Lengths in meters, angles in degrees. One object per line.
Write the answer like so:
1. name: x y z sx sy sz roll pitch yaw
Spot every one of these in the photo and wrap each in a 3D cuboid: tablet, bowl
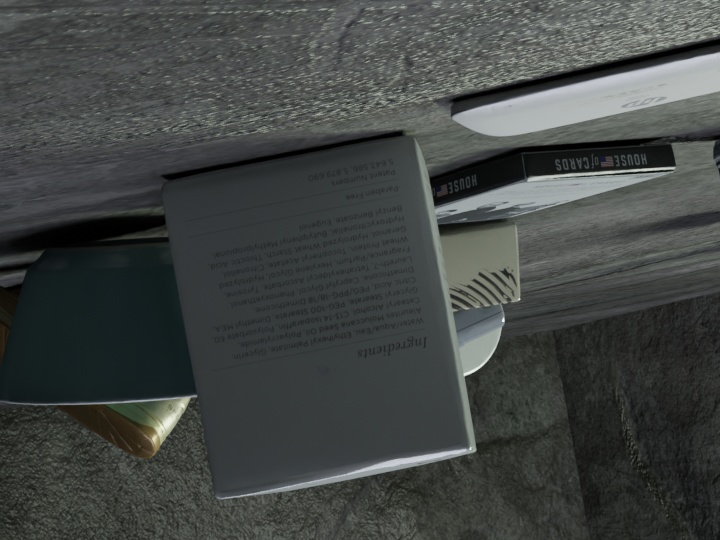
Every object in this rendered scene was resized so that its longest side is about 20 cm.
1. tablet: 0.160 -0.106 1.305 0.199 0.014 0.130 -11 175 16
2. bowl: -0.162 0.032 1.585 0.199 0.106 0.201 -3 -176 0

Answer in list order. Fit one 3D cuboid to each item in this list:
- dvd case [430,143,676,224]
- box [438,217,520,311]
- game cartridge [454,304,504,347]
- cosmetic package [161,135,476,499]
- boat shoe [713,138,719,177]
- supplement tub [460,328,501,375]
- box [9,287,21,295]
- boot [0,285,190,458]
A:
1. dvd case: 0.112 -0.061 1.660 0.150 0.025 0.200 -6 174 -37
2. box: 0.022 -0.001 1.789 0.199 0.069 0.082 -9 -165 -15
3. game cartridge: 0.027 0.048 1.896 0.132 0.041 0.200 -19 -169 -16
4. cosmetic package: -0.023 0.034 1.436 0.164 0.201 0.165 -10 175 3
5. boat shoe: 0.369 -0.069 1.690 0.199 0.092 0.071 -10 175 -1
6. supplement tub: 0.035 0.054 2.206 0.131 0.133 0.200 -7 174 -30
7. box: -0.263 0.049 1.891 0.199 0.076 0.100 -11 176 31
8. boot: -0.196 0.034 1.746 0.156 0.199 0.073 -50 164 -28
